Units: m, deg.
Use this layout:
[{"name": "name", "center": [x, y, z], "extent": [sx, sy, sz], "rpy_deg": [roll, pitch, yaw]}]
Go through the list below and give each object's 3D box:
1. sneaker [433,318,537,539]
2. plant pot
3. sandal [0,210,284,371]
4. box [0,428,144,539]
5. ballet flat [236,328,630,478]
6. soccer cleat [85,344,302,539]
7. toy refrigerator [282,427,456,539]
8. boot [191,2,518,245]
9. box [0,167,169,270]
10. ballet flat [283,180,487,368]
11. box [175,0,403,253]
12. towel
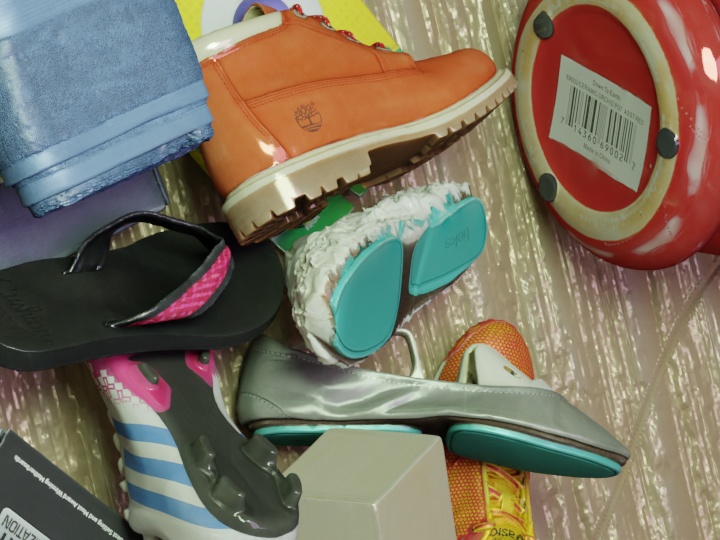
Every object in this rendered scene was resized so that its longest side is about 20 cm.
[{"name": "sneaker", "center": [0.068, 0.123, 1.456], "extent": [0.073, 0.077, 0.201], "rpy_deg": [16, 74, -32]}, {"name": "plant pot", "center": [0.195, -0.103, 1.499], "extent": [0.182, 0.200, 0.201], "rpy_deg": [-10, 91, -33]}, {"name": "sandal", "center": [-0.100, 0.003, 1.296], "extent": [0.200, 0.075, 0.045], "rpy_deg": [-13, 136, -50]}, {"name": "box", "center": [-0.142, 0.194, 1.309], "extent": [0.200, 0.050, 0.158], "rpy_deg": [42, 62, -26]}, {"name": "ballet flat", "center": [0.039, 0.062, 1.404], "extent": [0.199, 0.067, 0.064], "rpy_deg": [6, 74, -3]}, {"name": "soccer cleat", "center": [-0.094, 0.081, 1.313], "extent": [0.070, 0.200, 0.087], "rpy_deg": [5, 125, -34]}, {"name": "toy refrigerator", "center": [0.007, 0.184, 1.369], "extent": [0.076, 0.070, 0.201], "rpy_deg": [-42, 128, -54]}, {"name": "boot", "center": [-0.006, -0.092, 1.374], "extent": [0.200, 0.075, 0.107], "rpy_deg": [-22, 79, -45]}, {"name": "box", "center": [-0.200, -0.064, 1.295], "extent": [0.200, 0.051, 0.158], "rpy_deg": [-26, 101, -35]}, {"name": "ballet flat", "center": [0.000, 0.000, 1.392], "extent": [0.200, 0.072, 0.072], "rpy_deg": [-28, 103, -63]}, {"name": "box", "center": [-0.053, -0.110, 1.411], "extent": [0.200, 0.048, 0.117], "rpy_deg": [50, 60, -23]}, {"name": "towel", "center": [-0.143, -0.130, 1.223], "extent": [0.111, 0.048, 0.201], "rpy_deg": [-26, 98, -37]}]
